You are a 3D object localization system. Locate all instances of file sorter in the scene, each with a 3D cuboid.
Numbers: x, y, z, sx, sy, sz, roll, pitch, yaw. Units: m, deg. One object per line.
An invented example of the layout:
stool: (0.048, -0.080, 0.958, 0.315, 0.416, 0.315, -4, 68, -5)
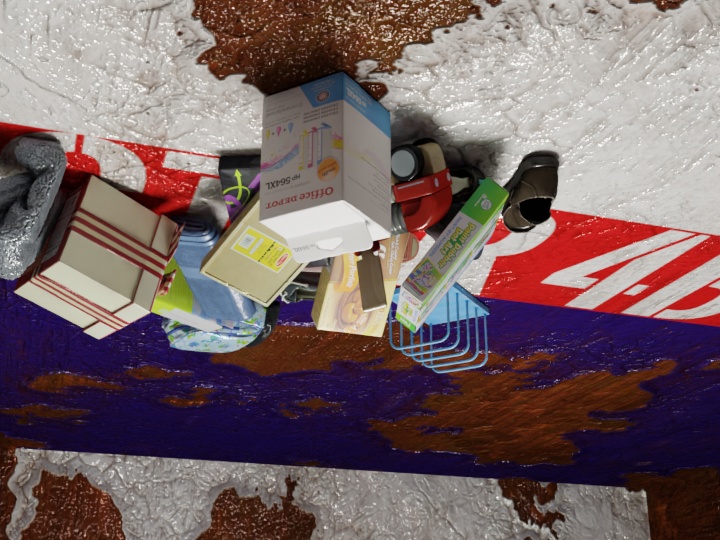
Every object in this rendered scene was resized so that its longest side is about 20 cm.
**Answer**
file sorter: (0.154, 0.114, 1.955, 0.137, 0.125, 0.200, -11, 156, 28)

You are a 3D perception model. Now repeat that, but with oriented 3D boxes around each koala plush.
koala plush: (-0.535, -0.099, 1.391, 0.198, 0.186, 0.178, 21, 148, -8)

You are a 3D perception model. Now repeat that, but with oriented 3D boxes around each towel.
towel: (-0.246, -0.003, 1.648, 0.110, 0.049, 0.202, 8, 136, 31)

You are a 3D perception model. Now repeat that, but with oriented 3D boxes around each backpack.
backpack: (-0.280, 0.092, 1.904, 0.198, 0.156, 0.162, 27, 155, -26)

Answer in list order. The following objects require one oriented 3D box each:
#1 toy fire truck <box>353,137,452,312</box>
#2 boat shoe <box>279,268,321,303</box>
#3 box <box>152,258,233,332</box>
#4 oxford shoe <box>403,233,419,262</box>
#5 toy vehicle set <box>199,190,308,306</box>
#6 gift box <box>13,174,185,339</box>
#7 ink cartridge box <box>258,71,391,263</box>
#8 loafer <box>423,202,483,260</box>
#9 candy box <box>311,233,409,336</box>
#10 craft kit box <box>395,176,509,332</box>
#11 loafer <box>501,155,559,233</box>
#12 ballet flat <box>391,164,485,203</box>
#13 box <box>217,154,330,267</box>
toy fire truck: (0.040, -0.061, 1.366, 0.174, 0.203, 0.128, -12, -172, 28)
boat shoe: (-0.117, 0.029, 1.826, 0.197, 0.061, 0.076, -4, 158, 10)
box: (-0.304, 0.027, 1.738, 0.047, 0.124, 0.199, -18, 152, 31)
oxford shoe: (-0.001, -0.049, 1.654, 0.197, 0.072, 0.074, 6, -176, -17)
toy vehicle set: (-0.139, -0.035, 1.485, 0.123, 0.027, 0.200, 29, 129, -22)
gift box: (-0.389, -0.026, 1.540, 0.186, 0.202, 0.183, 34, 147, -30)
ink cartridge box: (-0.043, -0.120, 1.266, 0.127, 0.203, 0.125, -12, 155, 28)
loafer: (0.130, -0.079, 1.572, 0.062, 0.073, 0.200, 8, 160, 38)
candy box: (0.000, 0.000, 1.596, 0.114, 0.203, 0.055, 7, -160, -19)
craft kit box: (0.129, -0.017, 1.444, 0.048, 0.201, 0.198, 38, 167, 7)
loafer: (0.250, -0.098, 1.498, 0.072, 0.072, 0.200, 0, 158, 0)
ballet flat: (0.082, -0.120, 1.446, 0.197, 0.069, 0.068, -11, -176, 9)
box: (-0.124, -0.084, 1.481, 0.141, 0.036, 0.202, -3, 135, 6)
